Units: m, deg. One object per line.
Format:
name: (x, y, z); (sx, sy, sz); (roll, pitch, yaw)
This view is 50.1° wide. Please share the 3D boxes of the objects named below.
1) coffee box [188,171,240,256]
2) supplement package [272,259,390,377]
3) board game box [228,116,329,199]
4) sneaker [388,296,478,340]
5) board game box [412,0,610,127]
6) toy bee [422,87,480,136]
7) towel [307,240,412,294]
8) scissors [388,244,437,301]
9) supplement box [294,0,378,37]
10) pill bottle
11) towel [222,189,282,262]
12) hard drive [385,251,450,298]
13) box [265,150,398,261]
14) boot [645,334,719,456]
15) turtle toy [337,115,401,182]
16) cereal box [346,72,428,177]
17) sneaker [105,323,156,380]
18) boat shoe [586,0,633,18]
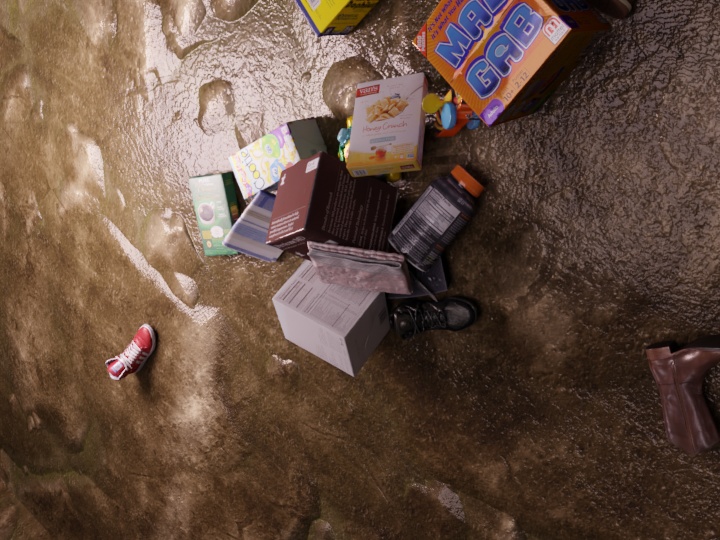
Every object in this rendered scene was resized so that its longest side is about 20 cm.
coffee box: (-0.353, -0.139, 1.912); (0.121, 0.044, 0.204); (-2, 105, 36)
supplement package: (-0.060, 0.094, 1.679); (0.198, 0.151, 0.153); (25, 149, 27)
board game box: (-0.181, -0.248, 1.710); (0.198, 0.104, 0.105); (-21, 93, 38)
sneaker: (0.141, 0.102, 1.591); (0.196, 0.114, 0.078); (1, 109, 34)
board game box: (0.251, -0.393, 1.280); (0.201, 0.199, 0.200); (49, 127, 11)
toy bee: (0.191, -0.312, 1.405); (0.198, 0.129, 0.111); (-2, 90, 54)
towel: (0.000, 0.000, 1.528); (0.196, 0.191, 0.033); (9, 73, 11)
scissors: (0.083, -0.002, 1.607); (0.073, 0.014, 0.201); (-41, 81, 36)
supplement box: (-0.022, -0.558, 1.481); (0.199, 0.108, 0.111); (-37, 83, 39)
pill bottle: (0.151, -0.106, 1.490); (0.106, 0.106, 0.201); (43, 101, 15)
towel: (-0.216, -0.100, 1.780); (0.200, 0.145, 0.024); (-47, 37, 37)
hard drive: (0.096, -0.013, 1.628); (0.197, 0.042, 0.138); (-7, 101, 38)
box: (-0.056, -0.110, 1.553); (0.165, 0.198, 0.167); (-13, 61, 55)
boot: (0.597, 0.219, 1.326); (0.185, 0.064, 0.204); (-12, 96, 51)
turtle toy: (0.029, -0.243, 1.559); (0.197, 0.101, 0.149); (0, 106, 36)
cereal box: (0.053, -0.279, 1.475); (0.141, 0.040, 0.204); (-5, 63, 21)
sneaker: (-0.668, 0.244, 2.232); (0.071, 0.112, 0.201); (43, 126, 15)
boat shoe: (0.369, -0.497, 1.241); (0.202, 0.075, 0.075); (40, 90, -1)
